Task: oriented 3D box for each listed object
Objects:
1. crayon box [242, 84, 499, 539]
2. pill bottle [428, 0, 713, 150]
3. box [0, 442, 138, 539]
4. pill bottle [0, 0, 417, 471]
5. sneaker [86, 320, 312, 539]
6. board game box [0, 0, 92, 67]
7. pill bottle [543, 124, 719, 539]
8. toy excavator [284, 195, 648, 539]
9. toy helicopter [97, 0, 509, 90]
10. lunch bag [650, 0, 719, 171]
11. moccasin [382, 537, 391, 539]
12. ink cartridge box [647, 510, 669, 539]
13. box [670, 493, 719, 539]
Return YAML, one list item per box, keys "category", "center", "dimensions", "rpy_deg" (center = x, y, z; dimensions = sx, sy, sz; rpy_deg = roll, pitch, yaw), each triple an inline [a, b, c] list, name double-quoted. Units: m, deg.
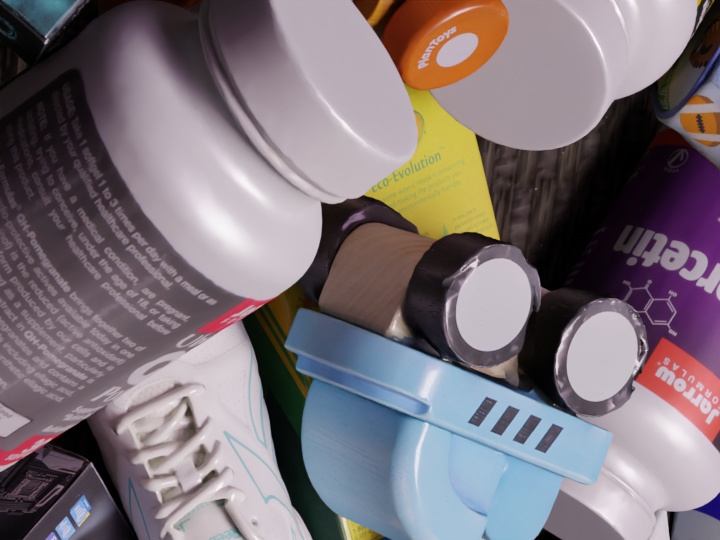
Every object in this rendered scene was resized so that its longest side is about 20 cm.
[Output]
- category: "crayon box"
  center: [0.000, 0.000, 1.190]
  dimensions: [0.127, 0.051, 0.201]
  rpy_deg: [-26, 109, -40]
- category: "pill bottle"
  center: [0.098, -0.141, 1.185]
  dimensions: [0.200, 0.112, 0.113]
  rpy_deg: [-56, 142, -41]
- category: "box"
  center: [-0.151, 0.186, 1.113]
  dimensions: [0.200, 0.050, 0.158]
  rpy_deg: [-49, 136, -25]
- category: "pill bottle"
  center: [-0.083, -0.021, 0.981]
  dimensions: [0.200, 0.111, 0.111]
  rpy_deg: [-32, 146, 22]
- category: "sneaker"
  center: [-0.061, 0.076, 1.111]
  dimensions: [0.070, 0.080, 0.201]
  rpy_deg: [-23, 111, 3]
- category: "board game box"
  center: [-0.097, -0.184, 0.979]
  dimensions: [0.135, 0.028, 0.200]
  rpy_deg: [41, 67, -3]
- category: "pill bottle"
  center: [0.144, 0.031, 1.345]
  dimensions: [0.200, 0.112, 0.113]
  rpy_deg: [-57, 139, -17]
- category: "toy excavator"
  center: [0.037, 0.093, 1.143]
  dimensions: [0.194, 0.100, 0.201]
  rpy_deg: [25, 88, -40]
- category: "toy helicopter"
  center: [-0.053, -0.080, 1.055]
  dimensions: [0.200, 0.079, 0.132]
  rpy_deg: [-38, 153, 14]
- category: "lunch bag"
  center: [0.204, -0.134, 1.227]
  dimensions: [0.200, 0.075, 0.160]
  rpy_deg: [-51, -174, 18]
- category: "moccasin"
  center: [0.047, 0.151, 1.308]
  dimensions: [0.068, 0.080, 0.201]
  rpy_deg: [-40, 133, -38]
- category: "ink cartridge box"
  center: [0.107, 0.230, 1.386]
  dimensions: [0.200, 0.047, 0.161]
  rpy_deg: [-57, 145, -49]
- category: "box"
  center: [0.251, 0.195, 1.544]
  dimensions: [0.184, 0.105, 0.201]
  rpy_deg: [-12, 114, -47]
